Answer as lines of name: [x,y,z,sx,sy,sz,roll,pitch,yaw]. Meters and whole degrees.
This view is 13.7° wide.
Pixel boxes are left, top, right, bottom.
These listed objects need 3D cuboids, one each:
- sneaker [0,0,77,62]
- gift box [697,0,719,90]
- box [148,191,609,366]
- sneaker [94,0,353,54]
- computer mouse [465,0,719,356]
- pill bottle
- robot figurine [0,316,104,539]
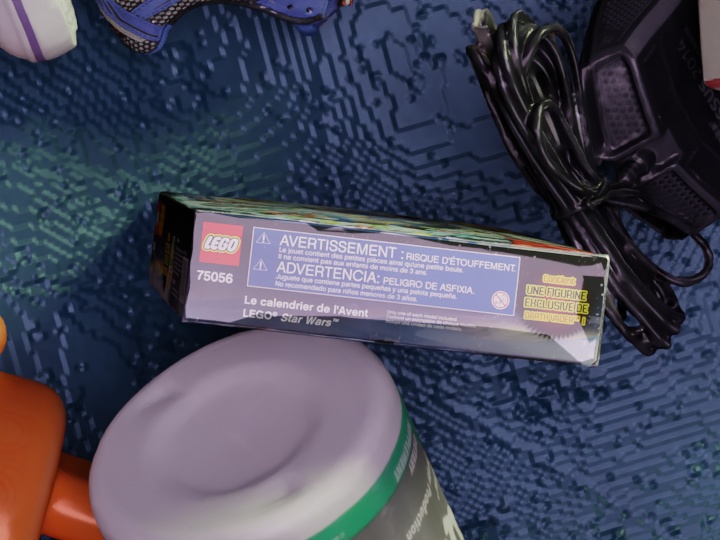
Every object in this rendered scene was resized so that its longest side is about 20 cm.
sneaker: [-0.190,-0.143,1.090,0.114,0.073,0.201,-33,86,-1]
gift box: [0.240,-0.139,1.068,0.200,0.184,0.188,-3,91,-47]
box: [0.000,0.000,1.051,0.136,0.200,0.040,7,92,-8]
sneaker: [-0.011,-0.129,1.116,0.199,0.075,0.079,-10,103,1]
computer mouse: [0.111,-0.075,1.105,0.200,0.053,0.139,-46,116,-37]
pill bottle: [-0.010,0.127,1.067,0.113,0.113,0.200,-27,126,-5]
robot figurine: [-0.180,0.079,1.076,0.199,0.117,0.144,15,133,-8]
